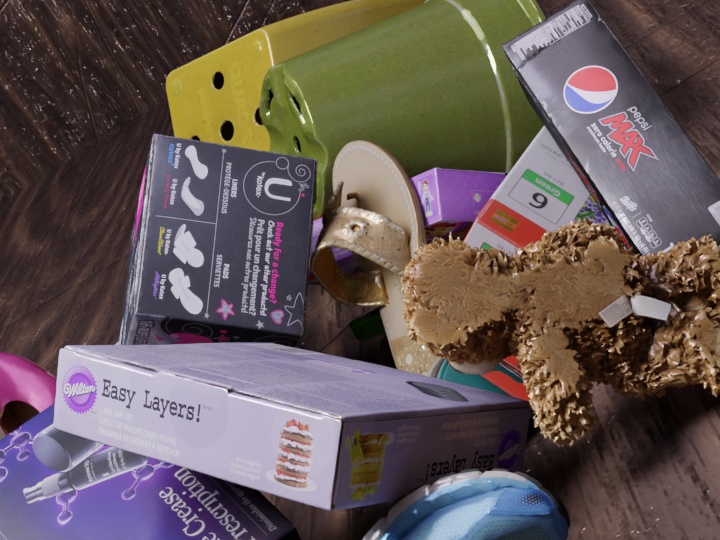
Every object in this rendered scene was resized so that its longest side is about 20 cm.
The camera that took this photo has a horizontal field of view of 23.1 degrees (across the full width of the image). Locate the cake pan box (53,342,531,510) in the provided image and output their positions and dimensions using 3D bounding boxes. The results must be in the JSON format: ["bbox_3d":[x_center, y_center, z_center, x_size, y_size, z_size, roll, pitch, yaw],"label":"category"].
[{"bbox_3d":[-0.038,0.076,0.949,0.199,0.053,0.184,11,3,33],"label":"cake pan box"}]

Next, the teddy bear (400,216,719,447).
[{"bbox_3d":[0.121,0.029,0.947,0.199,0.067,0.145,-12,56,-9],"label":"teddy bear"}]

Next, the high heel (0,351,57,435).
[{"bbox_3d":[-0.232,0.135,1.239,0.096,0.200,0.068,-25,-36,-40],"label":"high heel"}]

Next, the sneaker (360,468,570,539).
[{"bbox_3d":[0.022,0.177,0.851,0.200,0.078,0.090,-35,35,0],"label":"sneaker"}]

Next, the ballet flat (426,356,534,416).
[{"bbox_3d":[0.086,0.058,1.091,0.200,0.067,0.062,-50,-9,-47],"label":"ballet flat"}]

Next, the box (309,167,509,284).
[{"bbox_3d":[0.050,-0.027,1.272,0.136,0.039,0.200,2,-14,-35],"label":"box"}]

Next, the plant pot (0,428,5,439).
[{"bbox_3d":[-0.384,0.174,1.431,0.199,0.200,0.177,-19,31,40],"label":"plant pot"}]

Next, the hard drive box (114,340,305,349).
[{"bbox_3d":[-0.162,0.105,1.384,0.156,0.077,0.200,-16,23,46],"label":"hard drive box"}]

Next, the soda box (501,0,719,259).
[{"bbox_3d":[0.164,-0.068,1.066,0.063,0.071,0.200,-31,59,4],"label":"soda box"}]

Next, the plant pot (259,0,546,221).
[{"bbox_3d":[0.031,-0.113,1.335,0.189,0.201,0.200,-16,10,-19],"label":"plant pot"}]

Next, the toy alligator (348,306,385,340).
[{"bbox_3d":[0.076,0.009,1.235,0.199,0.059,0.054,-20,19,38],"label":"toy alligator"}]

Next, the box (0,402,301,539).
[{"bbox_3d":[-0.134,0.157,1.011,0.141,0.079,0.200,-37,43,-16],"label":"box"}]

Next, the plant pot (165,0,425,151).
[{"bbox_3d":[-0.048,-0.117,1.486,0.176,0.201,0.200,-4,-10,-45],"label":"plant pot"}]

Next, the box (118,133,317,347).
[{"bbox_3d":[-0.102,0.010,1.218,0.200,0.114,0.133,119,156,-67],"label":"box"}]

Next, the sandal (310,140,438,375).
[{"bbox_3d":[0.003,-0.004,1.160,0.069,0.212,0.078,0,-36,-35],"label":"sandal"}]

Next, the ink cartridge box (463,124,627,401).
[{"bbox_3d":[0.120,-0.005,1.086,0.200,0.109,0.050,-51,-9,-48],"label":"ink cartridge box"}]
